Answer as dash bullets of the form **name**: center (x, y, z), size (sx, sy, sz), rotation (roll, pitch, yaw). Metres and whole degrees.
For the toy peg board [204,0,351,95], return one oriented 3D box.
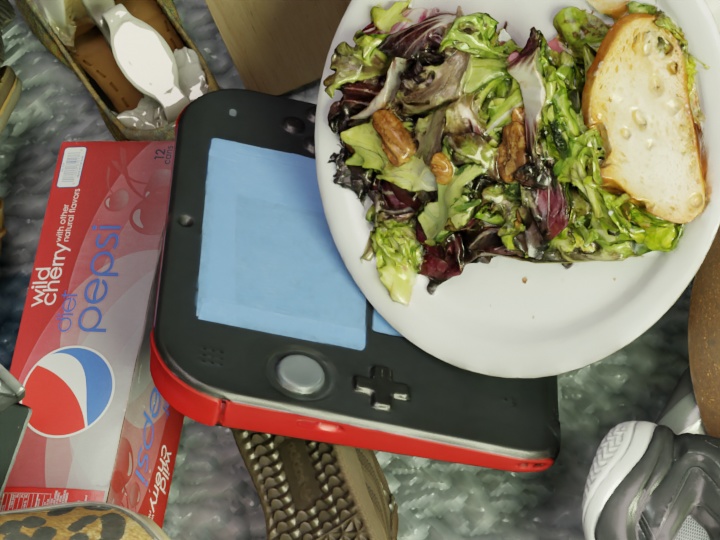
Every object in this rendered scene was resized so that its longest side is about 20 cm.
- **toy peg board**: center (-0.002, -0.215, 1.332), size (0.198, 0.200, 0.098), rotation (-23, 43, 2)

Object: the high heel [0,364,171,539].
- **high heel**: center (-0.143, 0.146, 1.152), size (0.143, 0.071, 0.200), rotation (-43, 79, -12)

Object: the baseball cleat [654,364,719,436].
- **baseball cleat**: center (0.174, 0.025, 1.225), size (0.200, 0.070, 0.106), rotation (-41, 44, -13)

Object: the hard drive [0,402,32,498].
- **hard drive**: center (-0.234, 0.130, 1.238), size (0.139, 0.033, 0.201), rotation (20, 91, 32)

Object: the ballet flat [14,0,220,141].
- **ballet flat**: center (-0.120, -0.118, 1.377), size (0.071, 0.071, 0.200), rotation (-33, 58, -4)

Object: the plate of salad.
- **plate of salad**: center (0.059, -0.056, 1.152), size (0.199, 0.048, 0.201), rotation (1, 92, 33)

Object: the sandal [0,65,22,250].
- **sandal**: center (-0.200, -0.009, 1.339), size (0.080, 0.054, 0.201), rotation (-22, 43, 38)

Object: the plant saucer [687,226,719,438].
- **plant saucer**: center (0.235, 0.028, 1.160), size (0.199, 0.034, 0.201), rotation (1, 82, -6)

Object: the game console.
- **game console**: center (0.000, 0.000, 1.231), size (0.176, 0.031, 0.200), rotation (8, 43, -5)

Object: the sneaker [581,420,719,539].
- **sneaker**: center (0.146, 0.155, 1.103), size (0.113, 0.075, 0.201), rotation (-5, 74, 23)

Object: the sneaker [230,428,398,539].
- **sneaker**: center (-0.005, 0.121, 1.201), size (0.070, 0.075, 0.201), rotation (-24, 56, 24)

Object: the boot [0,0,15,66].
- **boot**: center (-0.259, -0.066, 1.384), size (0.200, 0.072, 0.182), rotation (-48, 15, 14)

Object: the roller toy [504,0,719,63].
- **roller toy**: center (0.137, -0.125, 1.240), size (0.200, 0.140, 0.182), rotation (-48, 39, -14)

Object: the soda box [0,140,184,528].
- **soda box**: center (-0.116, 0.043, 1.282), size (0.063, 0.070, 0.201), rotation (1, 62, 18)
